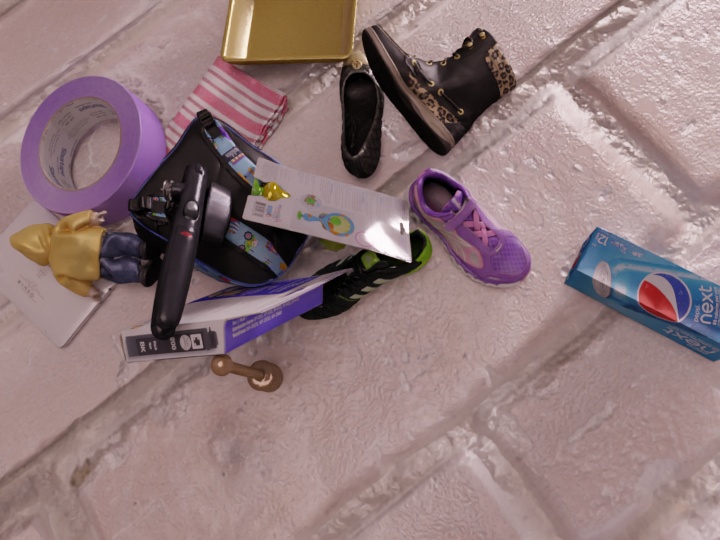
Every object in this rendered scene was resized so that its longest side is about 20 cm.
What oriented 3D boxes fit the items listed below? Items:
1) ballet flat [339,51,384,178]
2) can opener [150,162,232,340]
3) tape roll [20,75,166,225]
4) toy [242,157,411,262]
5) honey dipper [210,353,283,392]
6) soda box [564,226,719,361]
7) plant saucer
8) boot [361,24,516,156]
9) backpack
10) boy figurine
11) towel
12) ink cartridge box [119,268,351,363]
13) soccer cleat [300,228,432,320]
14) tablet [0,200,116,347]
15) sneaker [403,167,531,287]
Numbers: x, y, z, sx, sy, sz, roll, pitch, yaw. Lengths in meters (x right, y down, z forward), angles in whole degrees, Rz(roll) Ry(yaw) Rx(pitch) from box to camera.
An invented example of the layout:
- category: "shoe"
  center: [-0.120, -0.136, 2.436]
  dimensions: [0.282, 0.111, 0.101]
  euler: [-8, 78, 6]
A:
- category: "ballet flat"
  center: [0.002, -0.226, 0.813]
  dimensions: [0.065, 0.057, 0.204]
  euler: [-5, 70, 6]
- category: "can opener"
  center: [-0.181, -0.027, 0.596]
  dimensions: [0.077, 0.064, 0.203]
  euler: [13, 53, -12]
- category: "tape roll"
  center: [-0.384, -0.171, 0.832]
  dimensions: [0.196, 0.066, 0.205]
  euler: [-3, 78, 12]
- category: "toy"
  center: [-0.039, -0.061, 0.692]
  dimensions: [0.196, 0.048, 0.116]
  euler: [17, 43, -14]
- category: "honey dipper"
  center: [-0.129, 0.115, 0.664]
  dimensions: [0.037, 0.200, 0.039]
  euler: [-1, 74, 5]
- category: "soda box"
  center: [0.355, 0.028, 0.695]
  dimensions: [0.198, 0.068, 0.065]
  euler: [29, 80, 13]
- category: "plant saucer"
  center: [-0.098, -0.388, 0.872]
  dimensions: [0.196, 0.049, 0.204]
  euler: [1, 72, 9]
- category: "boot"
  center: [0.108, -0.280, 0.797]
  dimensions: [0.150, 0.073, 0.201]
  euler: [-37, 88, -6]
- category: "backpack"
  center: [-0.167, -0.071, 0.740]
  dimensions: [0.198, 0.134, 0.185]
  euler: [32, 67, -8]
- category: "boy figurine"
  center: [-0.374, -0.020, 0.787]
  dimensions: [0.196, 0.065, 0.127]
  euler: [6, 104, 5]
- category: "towel"
  center: [-0.213, -0.208, 0.852]
  dimensions: [0.145, 0.030, 0.202]
  euler: [32, 81, 15]
- category: "ink cartridge box"
  center: [-0.131, 0.049, 0.660]
  dimensions: [0.197, 0.197, 0.044]
  euler: [-10, 98, 28]
- category: "soccer cleat"
  center: [0.000, 0.000, 0.741]
  dimensions: [0.197, 0.081, 0.068]
  euler: [-26, 73, 0]
- category: "tablet"
  center: [-0.452, 0.001, 0.834]
  dimensions: [0.199, 0.014, 0.131]
  euler: [37, 82, 14]
- category: "sneaker"
  center: [0.134, -0.059, 0.737]
  dimensions: [0.200, 0.089, 0.081]
  euler: [43, 82, 14]
